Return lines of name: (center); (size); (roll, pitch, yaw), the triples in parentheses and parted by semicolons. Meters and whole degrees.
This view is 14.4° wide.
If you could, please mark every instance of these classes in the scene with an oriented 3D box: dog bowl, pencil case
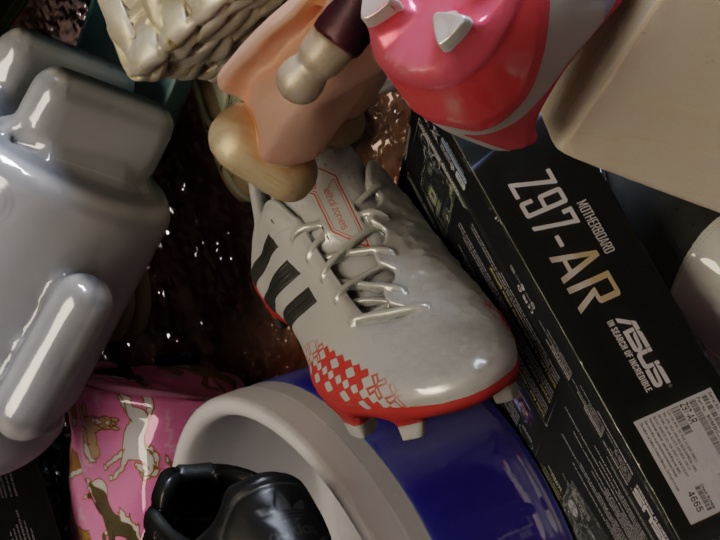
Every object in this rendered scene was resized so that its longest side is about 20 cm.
dog bowl: (0.007, 0.133, 1.106); (0.200, 0.079, 0.200); (39, 138, 46)
pencil case: (-0.094, 0.138, 1.245); (0.087, 0.083, 0.200); (-145, 57, -74)

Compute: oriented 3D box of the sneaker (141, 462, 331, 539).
sneaker: (-0.055, 0.123, 1.067); (0.200, 0.070, 0.100); (-36, 67, 59)

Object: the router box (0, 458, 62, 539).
router box: (-0.203, 0.090, 1.306); (0.157, 0.052, 0.200); (-61, 42, 48)

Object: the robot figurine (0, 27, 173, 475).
robot figurine: (-0.154, 0.003, 1.174); (0.200, 0.113, 0.170); (-62, 34, 12)

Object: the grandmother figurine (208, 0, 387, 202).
grandmother figurine: (0.009, -0.098, 0.960); (0.061, 0.121, 0.200); (33, 140, -4)

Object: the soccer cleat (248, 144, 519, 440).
soccer cleat: (0.000, 0.000, 1.045); (0.200, 0.069, 0.085); (-138, 30, -66)

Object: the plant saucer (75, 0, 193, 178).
plant saucer: (-0.096, -0.084, 1.210); (0.070, 0.019, 0.200); (66, 159, 15)

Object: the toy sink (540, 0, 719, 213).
toy sink: (0.166, -0.089, 0.943); (0.130, 0.200, 0.112); (-58, 28, 29)

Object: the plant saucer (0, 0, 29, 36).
plant saucer: (-0.175, -0.120, 1.212); (0.048, 0.200, 0.200); (35, 86, -2)

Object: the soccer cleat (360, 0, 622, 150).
soccer cleat: (0.070, -0.130, 0.865); (0.067, 0.076, 0.200); (24, 80, 35)

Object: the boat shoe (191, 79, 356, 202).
boat shoe: (-0.065, -0.129, 1.201); (0.063, 0.073, 0.201); (-30, 81, 36)

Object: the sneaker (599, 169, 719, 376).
sneaker: (0.158, 0.014, 1.013); (0.088, 0.074, 0.200); (-38, 69, 22)

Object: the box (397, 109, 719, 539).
box: (0.076, 0.037, 1.044); (0.200, 0.044, 0.160); (62, 165, 20)

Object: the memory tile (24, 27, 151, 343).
memory tile: (-0.166, -0.011, 1.317); (0.200, 0.017, 0.153); (-36, 69, 51)

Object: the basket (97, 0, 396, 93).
basket: (-0.010, -0.195, 1.082); (0.198, 0.161, 0.200); (-33, 70, 41)
